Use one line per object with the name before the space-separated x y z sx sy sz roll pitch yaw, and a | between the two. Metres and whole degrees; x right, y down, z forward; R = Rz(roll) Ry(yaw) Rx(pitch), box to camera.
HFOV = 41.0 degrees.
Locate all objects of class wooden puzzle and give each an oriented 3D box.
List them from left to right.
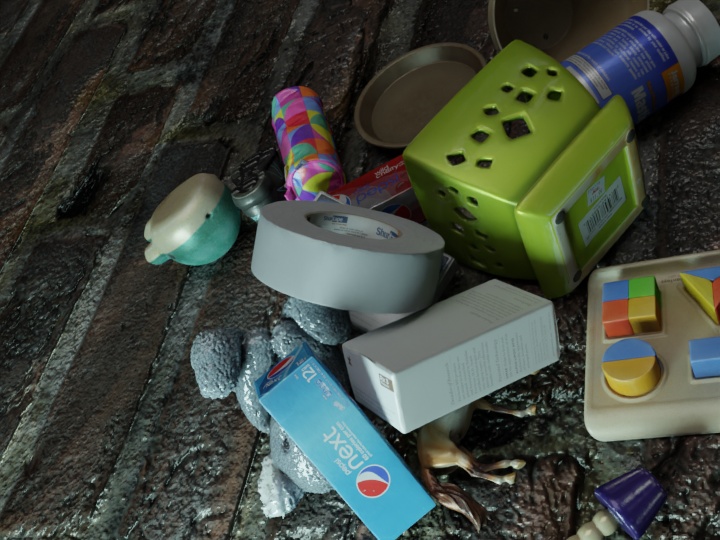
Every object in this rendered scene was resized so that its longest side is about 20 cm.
wooden puzzle | 0.311 0.063 0.948 0.185 0.046 0.200 -9 50 25

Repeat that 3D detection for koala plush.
koala plush | -0.061 0.153 1.043 0.177 0.184 0.200 -25 65 -6

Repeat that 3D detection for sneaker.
sneaker | -0.137 -0.113 1.357 0.075 0.079 0.200 -29 24 14

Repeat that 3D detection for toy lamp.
toy lamp | 0.188 0.253 0.857 0.200 0.058 0.058 -41 44 -2

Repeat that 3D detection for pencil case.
pencil case | -0.079 -0.178 1.365 0.088 0.088 0.200 -25 43 11

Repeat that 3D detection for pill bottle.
pill bottle | 0.325 -0.237 1.147 0.200 0.112 0.112 -33 44 1

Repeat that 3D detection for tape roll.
tape roll | -0.013 -0.018 1.026 0.200 0.200 0.066 24 110 42

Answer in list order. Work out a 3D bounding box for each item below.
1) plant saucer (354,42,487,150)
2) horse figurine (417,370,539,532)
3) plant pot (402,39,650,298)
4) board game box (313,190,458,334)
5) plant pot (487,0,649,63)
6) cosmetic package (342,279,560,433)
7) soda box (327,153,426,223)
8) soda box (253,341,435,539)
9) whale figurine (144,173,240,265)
plant saucer | 0.087 -0.239 1.343 0.200 0.029 0.200 -16 47 18
horse figurine | 0.108 0.162 0.986 0.132 0.050 0.200 2 52 23
plant pot | 0.195 -0.099 1.057 0.181 0.199 0.200 33 74 37
board game box | 0.000 0.000 1.148 0.200 0.035 0.126 29 79 25
plant pot | 0.249 -0.332 1.241 0.200 0.200 0.134 -35 15 0
cosmetic package | 0.094 0.082 0.977 0.200 0.074 0.102 -22 23 -23
soda box | 0.008 -0.076 1.238 0.200 0.063 0.070 -27 45 8
soda box | -0.016 0.169 0.944 0.068 0.200 0.064 -39 13 -3
whale figurine | -0.241 -0.064 1.374 0.159 0.104 0.200 -56 23 -19
